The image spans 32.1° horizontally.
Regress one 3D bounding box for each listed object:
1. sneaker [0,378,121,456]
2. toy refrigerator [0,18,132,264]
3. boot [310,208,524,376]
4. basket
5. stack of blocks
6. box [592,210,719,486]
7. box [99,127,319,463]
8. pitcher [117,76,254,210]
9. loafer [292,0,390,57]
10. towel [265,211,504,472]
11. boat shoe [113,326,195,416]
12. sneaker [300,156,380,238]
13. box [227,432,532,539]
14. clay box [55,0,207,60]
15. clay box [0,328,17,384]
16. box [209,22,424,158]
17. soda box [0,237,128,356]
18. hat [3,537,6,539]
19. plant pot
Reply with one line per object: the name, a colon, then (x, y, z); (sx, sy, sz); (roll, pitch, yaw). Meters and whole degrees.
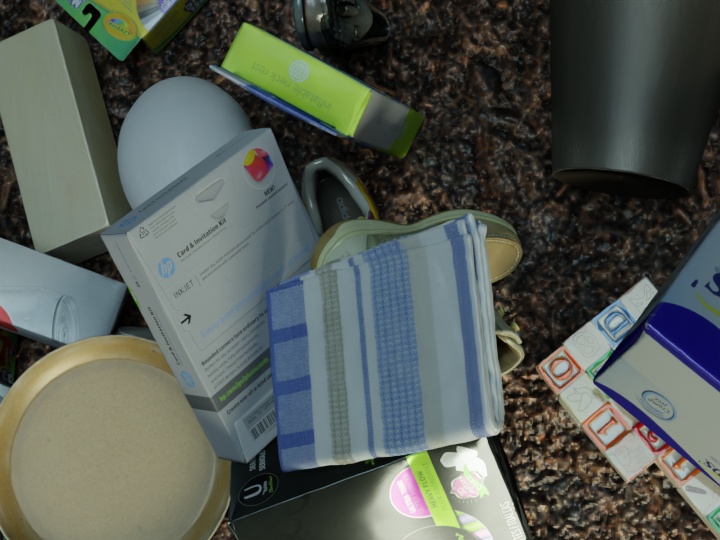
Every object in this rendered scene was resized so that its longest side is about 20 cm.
sneaker: (-0.274, 0.169, 1.046); (0.199, 0.075, 0.116); (27, 77, -9)
toy refrigerator: (-0.266, -0.114, 1.123); (0.075, 0.070, 0.201); (-21, 76, 13)
boot: (0.079, 0.022, 0.954); (0.155, 0.199, 0.072); (47, 127, 39)
basket: (0.224, -0.168, 1.013); (0.179, 0.136, 0.202); (10, 85, 6)
stack of blocks: (0.246, 0.121, 0.992); (0.115, 0.059, 0.200); (-39, 76, 2)
box: (0.307, 0.055, 0.921); (0.184, 0.105, 0.200); (39, 61, 8)
box: (-0.088, 0.018, 0.946); (0.041, 0.156, 0.201); (1, 123, 46)
pitcher: (-0.118, -0.060, 1.054); (0.121, 0.171, 0.201); (-47, 41, 32)
loafer: (-0.014, -0.215, 1.028); (0.062, 0.200, 0.072); (-1, 95, 6)
towel: (0.012, 0.056, 0.861); (0.199, 0.024, 0.148); (-18, 71, 40)
boat shoe: (-0.127, 0.105, 1.061); (0.199, 0.072, 0.069); (16, 98, 10)
sneaker: (0.000, 0.000, 1.042); (0.075, 0.090, 0.201); (-28, 76, 4)
box: (0.016, 0.176, 0.961); (0.199, 0.125, 0.149); (-20, 117, 6)
clay box: (-0.182, -0.292, 1.149); (0.115, 0.048, 0.200); (43, 91, 14)
clay box: (-0.370, 0.104, 1.104); (0.114, 0.048, 0.202); (2, 81, 8)
box: (-0.030, -0.143, 1.014); (0.121, 0.200, 0.048); (29, 97, 14)
soda box: (-0.301, 0.012, 1.053); (0.199, 0.063, 0.069); (22, 77, -11)
hat: (-0.242, 0.265, 0.993); (0.198, 0.176, 0.167); (-1, 80, 10)
plant pot: (-0.199, 0.154, 1.006); (0.198, 0.027, 0.202); (1, 79, -7)
